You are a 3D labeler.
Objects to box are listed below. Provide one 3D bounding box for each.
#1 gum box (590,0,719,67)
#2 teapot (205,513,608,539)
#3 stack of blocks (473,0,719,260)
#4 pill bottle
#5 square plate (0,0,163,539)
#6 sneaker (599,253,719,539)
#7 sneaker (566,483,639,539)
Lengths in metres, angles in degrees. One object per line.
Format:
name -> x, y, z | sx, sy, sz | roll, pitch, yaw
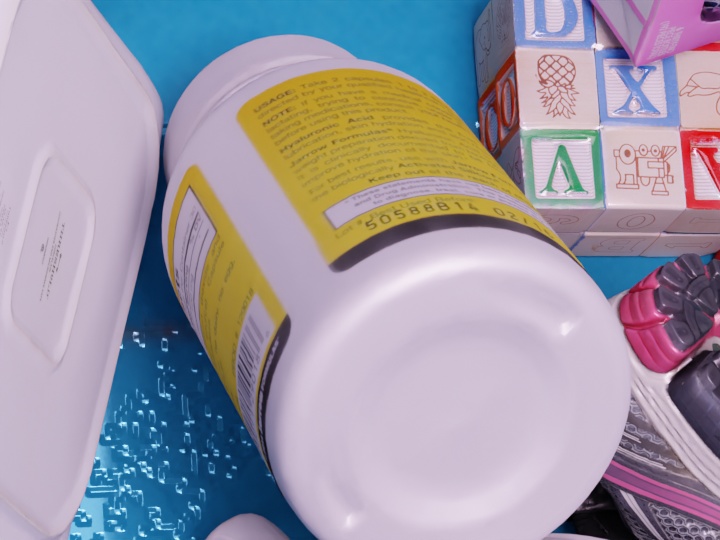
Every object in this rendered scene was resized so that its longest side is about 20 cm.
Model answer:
gum box -> 0.106, -0.169, 1.024 | 0.113, 0.066, 0.200 | -18, 60, -22
teapot -> 0.067, 0.155, 0.926 | 0.200, 0.197, 0.146 | 56, 29, -22
stack of blocks -> 0.145, -0.040, 1.040 | 0.199, 0.059, 0.116 | 1, 74, -12
pill bottle -> 0.000, 0.000, 0.921 | 0.111, 0.200, 0.112 | -8, 119, -15
square plate -> -0.107, -0.003, 0.905 | 0.028, 0.198, 0.201 | 7, 72, 14
sneaker -> 0.137, 0.080, 0.950 | 0.200, 0.075, 0.081 | 46, 34, -16
sneaker -> 0.126, 0.050, 1.012 | 0.199, 0.060, 0.105 | -19, 85, -13
